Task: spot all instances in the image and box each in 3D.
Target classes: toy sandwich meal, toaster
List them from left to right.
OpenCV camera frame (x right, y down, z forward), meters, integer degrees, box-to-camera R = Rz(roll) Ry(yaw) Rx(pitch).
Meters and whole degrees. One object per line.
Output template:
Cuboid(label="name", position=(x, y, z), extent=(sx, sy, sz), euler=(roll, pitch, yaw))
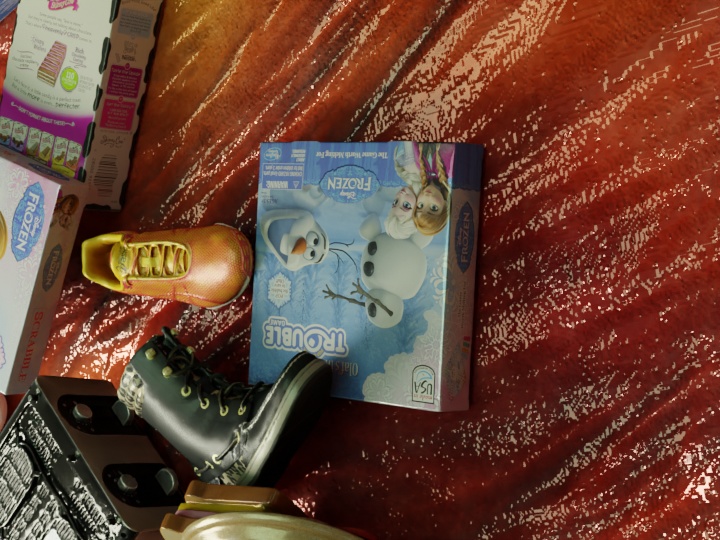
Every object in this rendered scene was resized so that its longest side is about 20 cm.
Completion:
Cuboid(label="toaster", position=(-0.252, 0.221, 1.285), extent=(0.181, 0.118, 0.201), euler=(50, 117, 29))
Cuboid(label="toy sandwich meal", position=(-0.048, 0.213, 1.111), extent=(0.204, 0.205, 0.071), euler=(-15, 46, 37))

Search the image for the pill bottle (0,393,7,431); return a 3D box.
Cuboid(label="pill bottle", position=(-0.446, 0.096, 1.446), extent=(0.200, 0.115, 0.116), euler=(46, 115, 29))

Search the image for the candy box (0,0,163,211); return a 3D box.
Cuboid(label="candy box", position=(-0.265, -0.169, 1.344), extent=(0.136, 0.061, 0.202), euler=(20, 102, 36))

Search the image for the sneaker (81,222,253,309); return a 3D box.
Cuboid(label="sneaker", position=(-0.166, -0.002, 1.239), extent=(0.199, 0.077, 0.074), euler=(-4, 87, 45))

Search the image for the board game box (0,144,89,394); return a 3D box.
Cuboid(label="board game box", position=(-0.356, -0.017, 1.336), extent=(0.198, 0.041, 0.202), euler=(23, 103, 28))

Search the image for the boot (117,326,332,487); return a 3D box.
Cuboid(label="boot", position=(-0.114, 0.098, 1.157), extent=(0.154, 0.073, 0.204), euler=(43, 137, 12))

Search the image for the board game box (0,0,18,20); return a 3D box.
Cuboid(label="board game box", position=(-0.329, -0.347, 1.416), extent=(0.199, 0.034, 0.137), euler=(-29, 71, 34))

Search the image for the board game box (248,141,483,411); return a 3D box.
Cuboid(label="board game box", position=(0.000, 0.000, 1.139), extent=(0.199, 0.043, 0.201), euler=(3, 92, 39))
